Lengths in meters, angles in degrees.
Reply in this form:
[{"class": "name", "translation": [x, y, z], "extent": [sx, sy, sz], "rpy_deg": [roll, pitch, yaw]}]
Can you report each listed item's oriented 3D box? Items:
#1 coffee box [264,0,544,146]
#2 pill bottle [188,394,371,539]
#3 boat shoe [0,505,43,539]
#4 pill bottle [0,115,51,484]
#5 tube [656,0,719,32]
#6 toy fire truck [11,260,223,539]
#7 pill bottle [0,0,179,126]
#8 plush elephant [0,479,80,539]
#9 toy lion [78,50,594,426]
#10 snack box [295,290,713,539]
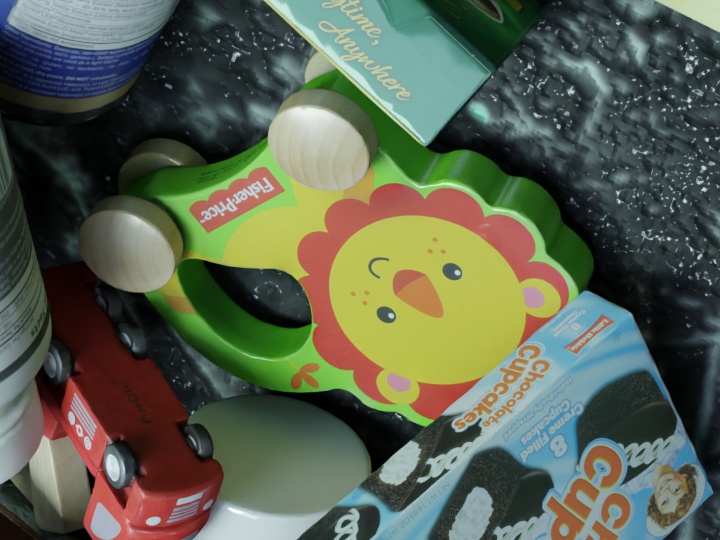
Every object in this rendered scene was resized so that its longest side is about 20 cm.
[{"class": "coffee box", "translation": [0.009, -0.119, 1.205], "extent": [0.123, 0.200, 0.044], "rpy_deg": [42, 105, -3]}, {"class": "pill bottle", "translation": [-0.055, 0.167, 1.462], "extent": [0.113, 0.113, 0.200], "rpy_deg": [20, 125, 14]}, {"class": "boat shoe", "translation": [-0.141, 0.158, 1.367], "extent": [0.200, 0.072, 0.068], "rpy_deg": [44, 134, 24]}, {"class": "pill bottle", "translation": [-0.196, 0.001, 1.308], "extent": [0.110, 0.111, 0.200], "rpy_deg": [8, 131, 22]}, {"class": "tube", "translation": [0.137, -0.132, 1.231], "extent": [0.200, 0.052, 0.058], "rpy_deg": [31, 87, 13]}, {"class": "toy fire truck", "translation": [-0.142, 0.075, 1.422], "extent": [0.200, 0.049, 0.141], "rpy_deg": [54, 141, 31]}, {"class": "pill bottle", "translation": [-0.114, -0.163, 1.280], "extent": [0.112, 0.112, 0.200], "rpy_deg": [36, 135, 3]}, {"class": "plush elephant", "translation": [-0.204, 0.160, 1.524], "extent": [0.155, 0.165, 0.200], "rpy_deg": [-29, 144, 0]}, {"class": "toy lion", "translation": [0.000, 0.000, 1.374], "extent": [0.200, 0.069, 0.192], "rpy_deg": [-26, 112, 36]}, {"class": "snack box", "translation": [0.058, 0.115, 1.317], "extent": [0.037, 0.200, 0.116], "rpy_deg": [30, 155, 50]}]
